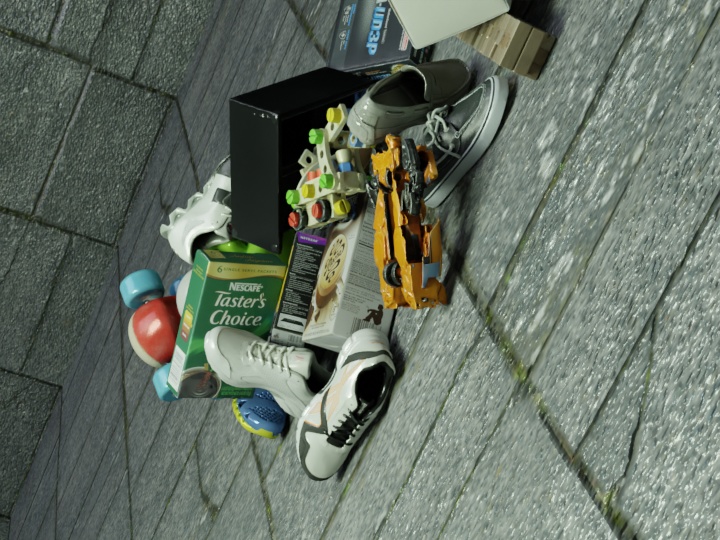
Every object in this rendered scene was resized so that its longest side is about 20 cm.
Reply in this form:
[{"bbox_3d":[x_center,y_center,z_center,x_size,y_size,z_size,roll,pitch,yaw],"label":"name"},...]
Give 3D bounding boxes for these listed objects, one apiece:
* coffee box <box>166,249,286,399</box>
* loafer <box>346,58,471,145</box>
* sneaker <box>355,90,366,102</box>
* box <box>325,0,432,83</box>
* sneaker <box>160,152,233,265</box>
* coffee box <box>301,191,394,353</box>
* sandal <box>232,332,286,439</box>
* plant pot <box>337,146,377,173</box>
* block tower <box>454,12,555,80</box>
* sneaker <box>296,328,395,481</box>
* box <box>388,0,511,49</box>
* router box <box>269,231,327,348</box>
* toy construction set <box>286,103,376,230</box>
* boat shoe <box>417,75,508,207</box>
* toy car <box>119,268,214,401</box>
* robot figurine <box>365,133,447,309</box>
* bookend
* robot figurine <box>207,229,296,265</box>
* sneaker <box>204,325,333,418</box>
[{"bbox_3d":[-0.180,0.074,1.645,0.044,0.122,0.202,38,117,51],"label":"coffee box"},{"bbox_3d":[0.068,-0.213,1.477,0.199,0.070,0.070,-35,-17,-37],"label":"loafer"},{"bbox_3d":[-0.001,-0.303,1.862,0.201,0.078,0.066,-94,28,-51],"label":"sneaker"},{"bbox_3d":[0.038,-0.366,1.761,0.157,0.046,0.203,-2,67,39],"label":"box"},{"bbox_3d":[-0.186,-0.088,1.733,0.200,0.074,0.089,-46,58,10],"label":"sneaker"},{"bbox_3d":[0.000,0.000,1.575,0.113,0.079,0.203,-19,55,66],"label":"coffee box"},{"bbox_3d":[-0.139,0.162,1.814,0.087,0.079,0.201,-55,26,29],"label":"sandal"},{"bbox_3d":[-0.057,-0.150,1.817,0.198,0.028,0.201,-22,39,18],"label":"plant pot"},{"bbox_3d":[0.162,-0.273,1.429,0.058,0.053,0.200,-64,20,16],"label":"block tower"},{"bbox_3d":[-0.019,0.170,1.486,0.202,0.073,0.080,-66,22,14],"label":"sneaker"},{"bbox_3d":[0.109,-0.366,1.440,0.127,0.110,0.201,-18,29,25],"label":"box"},{"bbox_3d":[-0.091,0.061,1.715,0.201,0.050,0.151,107,176,-61],"label":"router box"},{"bbox_3d":[-0.044,-0.122,1.553,0.200,0.091,0.133,155,111,-73],"label":"toy construction set"},{"bbox_3d":[0.103,-0.158,1.461,0.200,0.067,0.074,-51,28,45],"label":"boat shoe"},{"bbox_3d":[-0.210,0.054,1.728,0.200,0.176,0.186,-40,62,32],"label":"toy car"},{"bbox_3d":[0.053,-0.057,1.424,0.145,0.057,0.203,178,88,-68],"label":"robot figurine"},{"bbox_3d":[-0.082,-0.156,1.705,0.091,0.198,0.203,21,122,33],"label":"bookend"},{"bbox_3d":[-0.146,-0.025,1.846,0.115,0.199,0.178,7,73,40],"label":"robot figurine"},{"bbox_3d":[-0.107,0.118,1.601,0.099,0.199,0.079,-31,39,46],"label":"sneaker"}]
